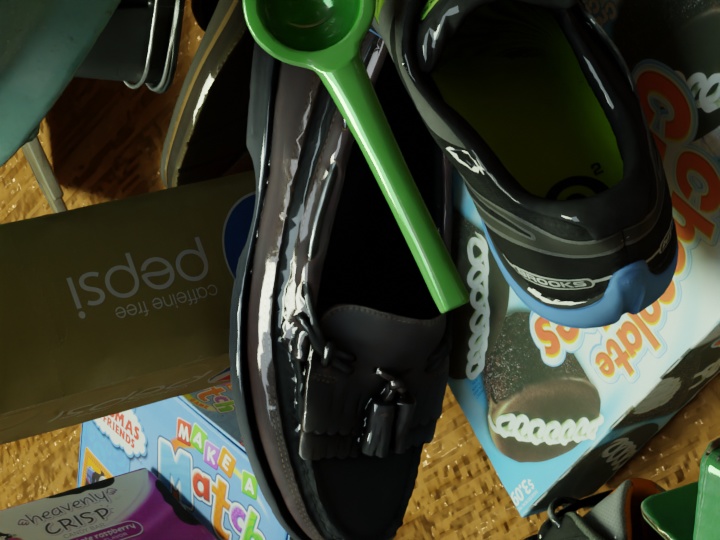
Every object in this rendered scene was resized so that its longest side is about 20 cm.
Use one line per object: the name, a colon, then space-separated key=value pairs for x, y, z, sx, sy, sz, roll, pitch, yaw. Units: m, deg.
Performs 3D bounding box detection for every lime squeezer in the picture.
lime squeezer: x=-0.021 y=-0.078 z=0.627 sx=0.071 sy=0.038 sz=0.200 roll=95 pitch=153 yaw=-51

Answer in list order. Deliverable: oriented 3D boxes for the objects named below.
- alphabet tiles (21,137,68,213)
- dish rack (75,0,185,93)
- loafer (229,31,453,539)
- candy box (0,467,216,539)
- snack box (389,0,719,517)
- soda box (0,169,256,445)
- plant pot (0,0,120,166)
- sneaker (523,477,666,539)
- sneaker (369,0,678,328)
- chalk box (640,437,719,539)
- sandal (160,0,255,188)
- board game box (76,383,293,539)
alphabet tiles: x=-0.166 y=-0.110 z=0.940 sx=0.200 sy=0.006 sz=0.166 roll=68 pitch=172 yaw=-22
dish rack: x=-0.114 y=-0.171 z=0.817 sx=0.200 sy=0.055 sz=0.153 roll=-127 pitch=42 yaw=-52
loafer: x=0.000 y=0.000 z=0.734 sx=0.063 sy=0.072 sz=0.200 roll=8 pitch=102 yaw=50
candy box: x=-0.142 y=0.191 z=0.927 sx=0.061 sy=0.136 sz=0.200 roll=40 pitch=131 yaw=40
snack box: x=0.083 y=-0.020 z=0.703 sx=0.116 sy=0.037 sz=0.200 roll=61 pitch=141 yaw=21
soda box: x=-0.069 y=0.010 z=0.776 sx=0.068 sy=0.200 sz=0.064 roll=-32 pitch=77 yaw=53
plant pot: x=-0.138 y=-0.112 z=0.666 sx=0.200 sy=0.134 sz=0.200 roll=-50 pitch=19 yaw=24
sneaker: x=0.074 y=0.107 z=0.730 sx=0.200 sy=0.074 sz=0.079 roll=-9 pitch=97 yaw=48
sneaker: x=0.035 y=-0.079 z=0.642 sx=0.200 sy=0.071 sz=0.083 roll=61 pitch=171 yaw=22
chalk box: x=0.161 y=0.105 z=0.572 sx=0.200 sy=0.125 sz=0.124 roll=27 pitch=122 yaw=47
sandal: x=-0.031 y=-0.114 z=0.784 sx=0.055 sy=0.082 sz=0.200 roll=40 pitch=130 yaw=37
board game box: x=-0.072 y=0.136 z=0.960 sx=0.151 sy=0.037 sz=0.200 roll=35 pitch=129 yaw=41
